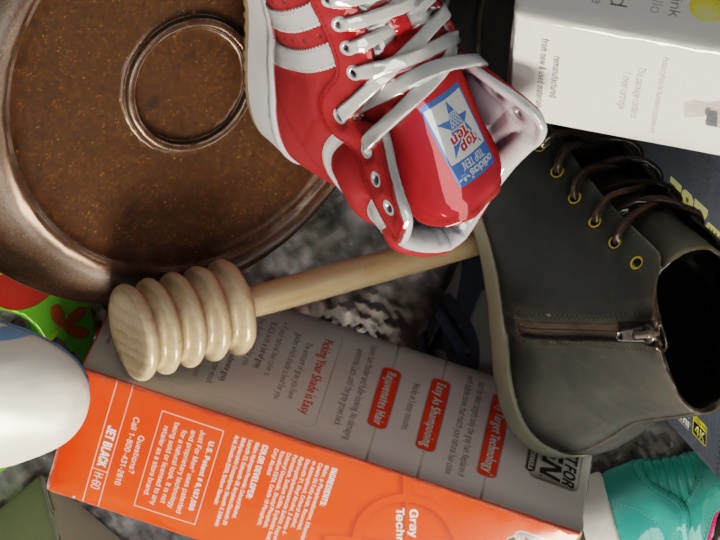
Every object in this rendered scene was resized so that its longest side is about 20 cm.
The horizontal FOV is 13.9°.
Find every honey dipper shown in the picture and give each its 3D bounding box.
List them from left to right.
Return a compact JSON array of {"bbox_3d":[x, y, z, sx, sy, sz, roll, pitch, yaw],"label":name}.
[{"bbox_3d":[0.000,0.000,1.132,0.199,0.038,0.038,-15,126,-25],"label":"honey dipper"}]

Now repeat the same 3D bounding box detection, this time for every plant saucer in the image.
[{"bbox_3d":[-0.069,-0.074,1.097,0.200,0.034,0.201,-13,120,-25],"label":"plant saucer"}]

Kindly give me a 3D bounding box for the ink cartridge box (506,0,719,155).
[{"bbox_3d":[0.162,-0.117,1.049,0.199,0.146,0.083,10,157,5],"label":"ink cartridge box"}]

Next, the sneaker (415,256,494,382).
[{"bbox_3d":[0.031,0.071,1.227,0.082,0.070,0.201,-4,121,-19],"label":"sneaker"}]

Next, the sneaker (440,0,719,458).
[{"bbox_3d":[0.092,-0.035,1.109,0.075,0.106,0.201,-9,85,-33],"label":"sneaker"}]

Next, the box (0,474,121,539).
[{"bbox_3d":[-0.178,0.184,1.226,0.200,0.082,0.068,-39,124,10],"label":"box"}]

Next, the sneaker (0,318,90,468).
[{"bbox_3d":[-0.193,0.054,1.056,0.199,0.073,0.072,1,122,-18],"label":"sneaker"}]

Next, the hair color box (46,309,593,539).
[{"bbox_3d":[-0.012,0.070,1.152,0.199,0.102,0.061,18,117,1],"label":"hair color box"}]

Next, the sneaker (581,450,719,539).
[{"bbox_3d":[0.177,0.153,1.325,0.120,0.084,0.200,-20,125,7],"label":"sneaker"}]

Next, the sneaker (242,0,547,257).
[{"bbox_3d":[0.005,-0.086,1.007,0.071,0.112,0.200,-35,146,-17],"label":"sneaker"}]

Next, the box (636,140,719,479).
[{"bbox_3d":[0.157,0.004,1.146,0.051,0.200,0.158,-12,125,-22],"label":"box"}]

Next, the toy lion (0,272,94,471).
[{"bbox_3d":[-0.164,-0.010,1.125,0.191,0.069,0.200,-32,126,-6],"label":"toy lion"}]
